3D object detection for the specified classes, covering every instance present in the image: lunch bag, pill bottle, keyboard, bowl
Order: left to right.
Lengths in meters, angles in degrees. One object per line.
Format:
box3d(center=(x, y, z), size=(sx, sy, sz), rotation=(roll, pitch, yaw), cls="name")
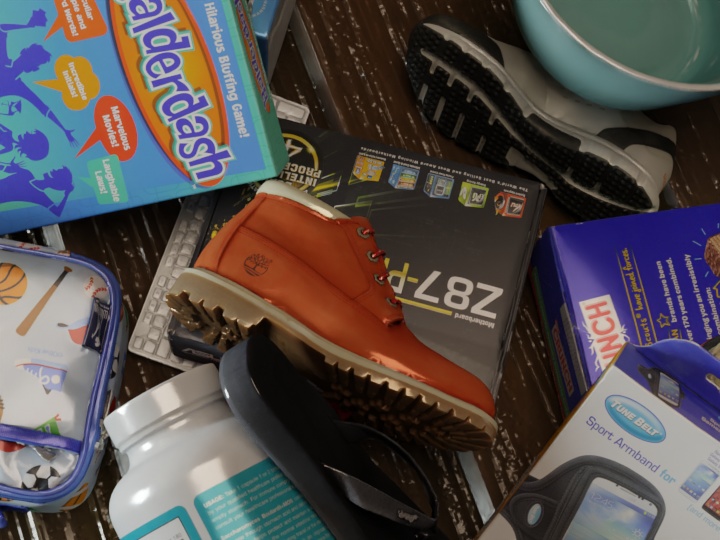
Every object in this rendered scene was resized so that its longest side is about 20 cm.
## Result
box3d(center=(-0.234, 0.061, 0.838), size=(0.200, 0.076, 0.160), rotation=(11, 70, -1), cls="lunch bag")
box3d(center=(-0.089, -0.029, 0.922), size=(0.056, 0.011, 0.200), rotation=(18, 68, 1), cls="keyboard")
box3d(center=(-0.065, 0.154, 0.787), size=(0.111, 0.111, 0.200), rotation=(-26, 84, -15), cls="pill bottle")
box3d(center=(0.174, -0.181, 0.897), size=(0.201, 0.105, 0.201), rotation=(4, 71, -13), cls="bowl")

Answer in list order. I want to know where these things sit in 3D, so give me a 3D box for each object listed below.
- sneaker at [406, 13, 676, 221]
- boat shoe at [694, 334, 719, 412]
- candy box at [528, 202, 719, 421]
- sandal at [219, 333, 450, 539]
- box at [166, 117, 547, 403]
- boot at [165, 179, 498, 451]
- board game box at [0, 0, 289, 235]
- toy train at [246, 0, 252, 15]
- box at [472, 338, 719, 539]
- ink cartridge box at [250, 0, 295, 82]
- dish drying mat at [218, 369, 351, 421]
box3d(center=(0.120, -0.107, 0.953), size=(0.200, 0.074, 0.080), rotation=(36, 55, 3), cls="sneaker")
box3d(center=(0.272, 0.043, 0.828), size=(0.200, 0.063, 0.071), rotation=(-16, 74, -14), cls="boat shoe")
box3d(center=(0.220, 0.046, 0.893), size=(0.200, 0.077, 0.169), rotation=(-7, 72, -10), cls="candy box")
box3d(center=(0.000, 0.111, 0.778), size=(0.043, 0.200, 0.076), rotation=(-30, 30, 18), cls="sandal")
box3d(center=(0.000, 0.000, 0.884), size=(0.200, 0.049, 0.161), rotation=(16, 69, 4), cls="box")
box3d(center=(0.002, 0.023, 0.812), size=(0.200, 0.075, 0.107), rotation=(29, 65, 10), cls="boot")
box3d(center=(-0.158, -0.111, 0.852), size=(0.200, 0.045, 0.152), rotation=(-12, 106, 11), cls="board game box")
box3d(center=(-0.166, -0.166, 0.881), size=(0.200, 0.042, 0.056), rotation=(12, 109, 3), cls="toy train")
box3d(center=(0.150, 0.134, 0.798), size=(0.119, 0.200, 0.041), rotation=(36, 32, 8), cls="box")
box3d(center=(-0.142, -0.206, 0.948), size=(0.200, 0.067, 0.116), rotation=(14, 68, 2), cls="ink cartridge box")
box3d(center=(-0.043, 0.071, 0.884), size=(0.200, 0.018, 0.077), rotation=(-41, 78, -19), cls="dish drying mat")
